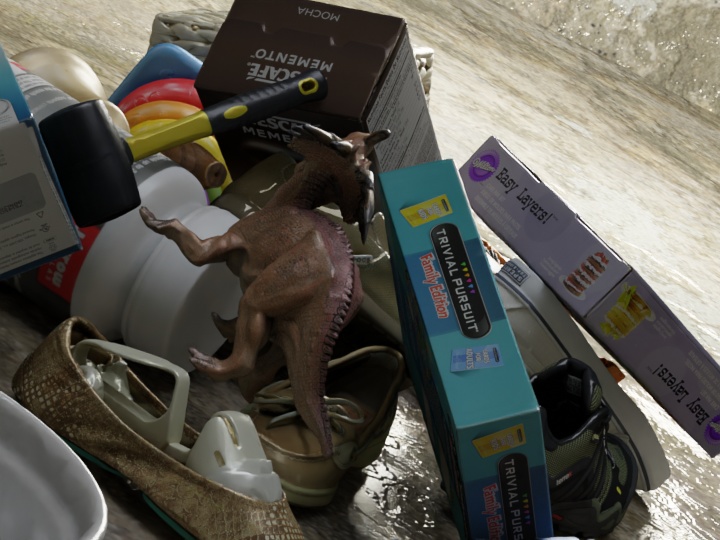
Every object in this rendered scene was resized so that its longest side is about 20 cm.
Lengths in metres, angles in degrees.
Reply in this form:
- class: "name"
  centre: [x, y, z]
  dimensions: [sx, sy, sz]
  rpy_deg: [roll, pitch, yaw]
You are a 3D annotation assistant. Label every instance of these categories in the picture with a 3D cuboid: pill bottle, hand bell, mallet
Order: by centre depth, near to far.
- class: "mallet"
  centre: [-0.097, -0.089, 1.513]
  dimensions: [0.200, 0.041, 0.066]
  rpy_deg: [-33, 98, -41]
- class: "pill bottle"
  centre: [-0.162, -0.030, 1.582]
  dimensions: [0.200, 0.114, 0.114]
  rpy_deg: [32, 15, 19]
- class: "hand bell"
  centre: [-0.144, -0.074, 1.672]
  dimensions: [0.104, 0.104, 0.200]
  rpy_deg: [15, 1, -41]

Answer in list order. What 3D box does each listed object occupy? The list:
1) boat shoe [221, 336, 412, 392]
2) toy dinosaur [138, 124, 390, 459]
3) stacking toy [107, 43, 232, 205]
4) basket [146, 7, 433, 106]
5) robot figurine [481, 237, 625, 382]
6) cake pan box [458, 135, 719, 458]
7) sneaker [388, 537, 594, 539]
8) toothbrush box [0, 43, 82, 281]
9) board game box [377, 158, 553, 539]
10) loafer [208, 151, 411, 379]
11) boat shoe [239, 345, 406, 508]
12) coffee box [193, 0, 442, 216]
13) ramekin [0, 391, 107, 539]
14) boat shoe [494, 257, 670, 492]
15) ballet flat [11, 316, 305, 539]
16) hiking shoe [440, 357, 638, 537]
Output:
- class: "boat shoe"
  centre: [-0.056, 0.026, 1.691]
  dimensions: [0.200, 0.072, 0.068]
  rpy_deg: [23, -11, -27]
- class: "toy dinosaur"
  centre: [-0.030, -0.004, 1.459]
  dimensions: [0.086, 0.135, 0.200]
  rpy_deg: [49, 15, -47]
- class: "stacking toy"
  centre: [-0.128, -0.051, 1.780]
  dimensions: [0.116, 0.110, 0.200]
  rpy_deg: [35, 24, -12]
- class: "basket"
  centre: [-0.055, -0.112, 1.933]
  dimensions: [0.199, 0.124, 0.136]
  rpy_deg: [10, 10, 15]
- class: "robot figurine"
  centre: [0.100, 0.026, 1.923]
  dimensions: [0.145, 0.058, 0.200]
  rpy_deg: [42, 3, -42]
- class: "cake pan box"
  centre: [0.160, 0.015, 1.811]
  dimensions: [0.184, 0.052, 0.200]
  rpy_deg: [47, 1, -42]
- class: "sneaker"
  centre: [0.093, 0.169, 1.415]
  dimensions: [0.199, 0.082, 0.074]
  rpy_deg: [20, 17, -21]
- class: "toothbrush box"
  centre: [-0.244, -0.059, 1.440]
  dimensions: [0.146, 0.085, 0.200]
  rpy_deg: [-22, 30, -7]
- class: "board game box"
  centre: [0.059, 0.061, 1.493]
  dimensions: [0.047, 0.151, 0.200]
  rpy_deg: [-13, 45, -4]
- class: "loafer"
  centre: [0.000, 0.000, 1.640]
  dimensions: [0.200, 0.068, 0.076]
  rpy_deg: [38, -17, -23]
- class: "boat shoe"
  centre: [-0.026, 0.083, 1.536]
  dimensions: [0.073, 0.063, 0.200]
  rpy_deg: [30, 15, 9]
- class: "coffee box"
  centre: [-0.019, -0.078, 1.687]
  dimensions: [0.113, 0.080, 0.200]
  rpy_deg: [13, -28, 20]
- class: "ramekin"
  centre: [-0.210, 0.102, 1.057]
  dimensions: [0.200, 0.105, 0.200]
  rpy_deg: [26, 14, -7]
- class: "boat shoe"
  centre: [0.125, 0.090, 1.775]
  dimensions: [0.202, 0.086, 0.075]
  rpy_deg: [53, -7, -33]
- class: "ballet flat"
  centre: [-0.095, 0.088, 1.389]
  dimensions: [0.200, 0.065, 0.070]
  rpy_deg: [33, 15, 19]
- class: "hiking shoe"
  centre: [0.130, 0.106, 1.662]
  dimensions: [0.076, 0.101, 0.200]
  rpy_deg: [34, 16, 23]
